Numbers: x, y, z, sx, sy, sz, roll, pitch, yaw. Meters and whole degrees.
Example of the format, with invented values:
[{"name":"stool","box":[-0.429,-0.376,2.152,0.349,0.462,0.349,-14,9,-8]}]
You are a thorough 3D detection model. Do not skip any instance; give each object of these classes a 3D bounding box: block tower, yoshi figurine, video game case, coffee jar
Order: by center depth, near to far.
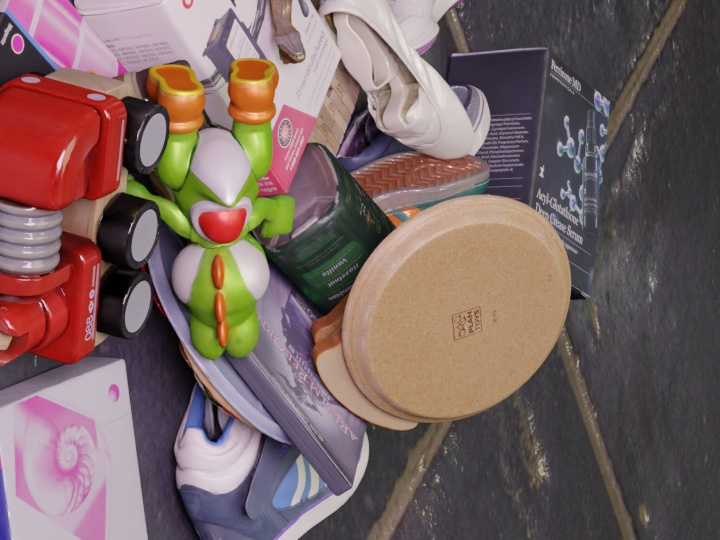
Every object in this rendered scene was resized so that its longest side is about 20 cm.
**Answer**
[{"name":"yoshi figurine","box":[-0.098,-0.043,1.358,0.112,0.112,0.201,-30,127,-50]},{"name":"video game case","box":[-0.042,0.066,1.502,0.143,0.019,0.200,53,17,-14]},{"name":"coffee jar","box":[0.000,0.000,1.552,0.200,0.085,0.105,47,12,-37]},{"name":"block tower","box":[-0.040,-0.140,1.617,0.054,0.057,0.201,53,47,-44]}]

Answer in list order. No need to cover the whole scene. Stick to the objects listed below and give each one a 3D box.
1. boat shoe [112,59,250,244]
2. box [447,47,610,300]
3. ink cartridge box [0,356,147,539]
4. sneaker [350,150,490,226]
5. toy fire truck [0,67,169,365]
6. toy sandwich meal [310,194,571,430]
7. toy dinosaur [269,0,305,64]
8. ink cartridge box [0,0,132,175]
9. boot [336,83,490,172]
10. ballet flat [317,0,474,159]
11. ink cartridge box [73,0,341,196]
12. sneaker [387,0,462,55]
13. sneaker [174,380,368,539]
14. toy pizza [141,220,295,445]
[{"name":"boat shoe","box":[-0.109,-0.072,1.418,0.201,0.066,0.072,61,13,-49]},{"name":"box","box":[0.150,-0.087,1.889,0.148,0.106,0.202,27,66,-56]},{"name":"ink cartridge box","box":[-0.213,0.175,1.333,0.200,0.043,0.198,-24,110,-59]},{"name":"sneaker","box":[0.018,-0.038,1.654,0.199,0.071,0.080,-20,126,-23]},{"name":"toy fire truck","box":[-0.222,-0.022,1.235,0.200,0.128,0.177,-39,141,-61]},{"name":"toy sandwich meal","box":[0.061,0.028,1.493,0.204,0.070,0.206,-11,120,-20]},{"name":"toy dinosaur","box":[-0.051,-0.250,1.457,0.106,0.060,0.201,78,22,-72]},{"name":"ink cartridge box","box":[-0.199,-0.114,1.369,0.200,0.037,0.095,54,45,-48]},{"name":"boot","box":[0.047,-0.120,1.745,0.200,0.072,0.091,-57,136,-39]},{"name":"ballet flat","box":[0.022,-0.150,1.600,0.200,0.069,0.070,55,44,-29]},{"name":"ink cartridge box","box":[-0.107,-0.172,1.472,0.200,0.084,0.145,57,42,-42]},{"name":"sneaker","box":[0.033,-0.243,1.748,0.100,0.075,0.200,53,43,-19]},{"name":"sneaker","box":[-0.068,0.122,1.540,0.200,0.080,0.147,-43,130,-44]},{"name":"toy pizza","box":[-0.098,0.044,1.475,0.200,0.032,0.201,49,19,-23]}]
